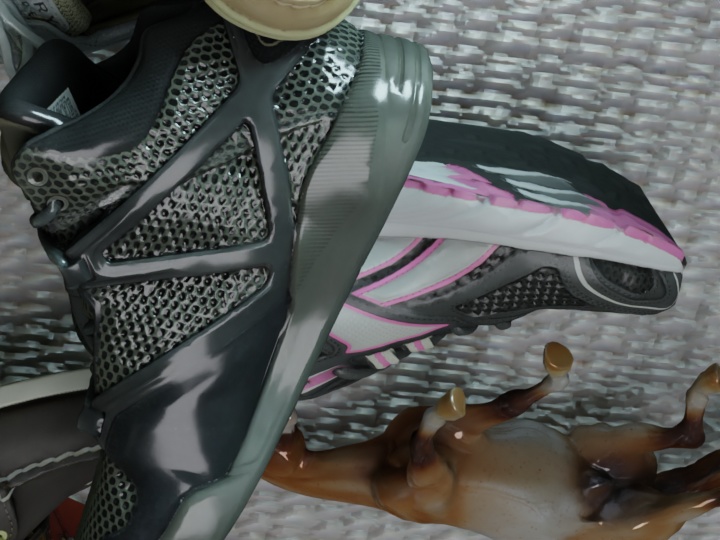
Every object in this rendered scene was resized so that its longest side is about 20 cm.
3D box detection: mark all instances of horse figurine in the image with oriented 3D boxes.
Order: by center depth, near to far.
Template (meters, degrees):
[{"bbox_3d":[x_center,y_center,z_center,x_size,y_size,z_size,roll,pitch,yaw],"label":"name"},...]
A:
[{"bbox_3d":[0.065,0.064,0.917,0.200,0.050,0.133,7,155,-25],"label":"horse figurine"}]

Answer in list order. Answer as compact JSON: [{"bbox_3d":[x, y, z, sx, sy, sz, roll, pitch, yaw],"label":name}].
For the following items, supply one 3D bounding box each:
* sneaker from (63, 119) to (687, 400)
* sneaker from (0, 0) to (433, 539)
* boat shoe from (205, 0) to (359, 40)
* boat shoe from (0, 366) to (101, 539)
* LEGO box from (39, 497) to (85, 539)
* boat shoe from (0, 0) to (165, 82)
[{"bbox_3d":[0.000,0.000,0.857,0.200,0.080,0.086,7,110,0],"label":"sneaker"},{"bbox_3d":[-0.067,0.008,0.778,0.114,0.076,0.200,21,108,-10],"label":"sneaker"},{"bbox_3d":[0.000,-0.159,0.711,0.073,0.063,0.200,12,94,-16],"label":"boat shoe"},{"bbox_3d":[-0.142,0.080,0.890,0.201,0.061,0.072,-17,165,9],"label":"boat shoe"},{"bbox_3d":[-0.101,0.196,0.982,0.149,0.077,0.200,26,117,-25],"label":"LEGO box"},{"bbox_3d":[-0.068,-0.100,0.787,0.202,0.065,0.074,-14,125,2],"label":"boat shoe"}]
